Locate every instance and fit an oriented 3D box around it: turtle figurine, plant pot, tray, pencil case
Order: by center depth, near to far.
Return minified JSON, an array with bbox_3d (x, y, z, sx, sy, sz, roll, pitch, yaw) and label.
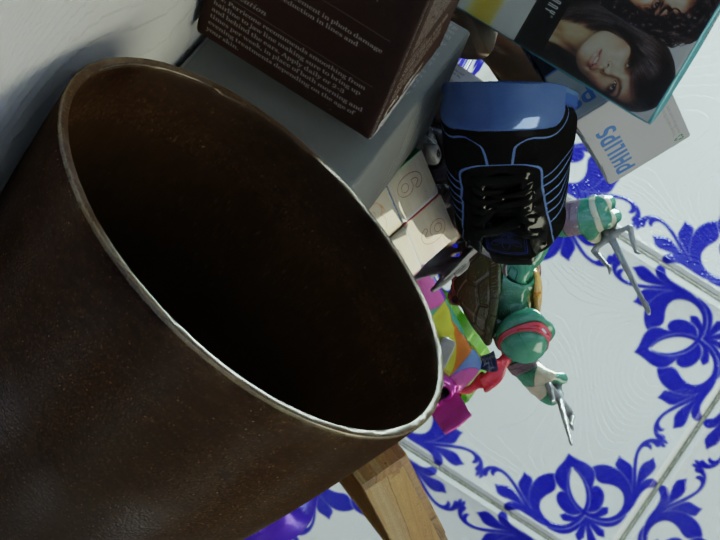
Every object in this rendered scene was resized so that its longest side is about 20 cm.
[{"bbox_3d":[-0.101,0.051,0.828,0.200,0.187,0.187,-45,-179,26],"label":"plant pot"},{"bbox_3d":[0.000,0.000,1.207,0.088,0.200,0.088,-29,-164,9],"label":"pencil case"},{"bbox_3d":[0.105,0.003,1.294,0.201,0.100,0.150,-104,-149,-46],"label":"turtle figurine"},{"bbox_3d":[-0.015,0.098,1.327,0.037,0.200,0.099,-33,133,-9],"label":"tray"}]

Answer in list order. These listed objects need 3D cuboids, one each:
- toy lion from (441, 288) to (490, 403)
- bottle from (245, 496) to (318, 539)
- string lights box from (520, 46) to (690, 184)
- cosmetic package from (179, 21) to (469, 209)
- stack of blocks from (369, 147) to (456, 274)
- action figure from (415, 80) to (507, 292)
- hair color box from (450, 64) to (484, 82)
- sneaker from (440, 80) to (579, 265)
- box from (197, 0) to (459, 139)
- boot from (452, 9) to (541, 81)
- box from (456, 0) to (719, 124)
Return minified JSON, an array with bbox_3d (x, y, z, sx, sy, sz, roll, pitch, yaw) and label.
[{"bbox_3d":[-0.001,0.031,1.420,0.069,0.191,0.200,-54,174,-20],"label":"toy lion"},{"bbox_3d":[-0.117,0.107,0.948,0.199,0.065,0.084,-19,-146,20],"label":"bottle"},{"bbox_3d":[0.109,-0.158,1.186,0.059,0.201,0.103,-31,156,7],"label":"string lights box"},{"bbox_3d":[-0.041,-0.060,0.992,0.200,0.107,0.090,-52,171,-37],"label":"cosmetic package"},{"bbox_3d":[-0.044,0.013,1.060,0.200,0.115,0.059,-41,125,-26],"label":"stack of blocks"},{"bbox_3d":[0.042,-0.076,1.168,0.069,0.200,0.130,-16,-150,37],"label":"action figure"},{"bbox_3d":[-0.011,-0.059,1.314,0.200,0.101,0.061,-55,177,-23],"label":"hair color box"},{"bbox_3d":[0.078,-0.048,1.060,0.200,0.070,0.078,30,62,-78],"label":"sneaker"},{"bbox_3d":[0.002,-0.155,0.873,0.075,0.100,0.200,-55,175,-30],"label":"box"},{"bbox_3d":[0.088,-0.146,1.305,0.064,0.186,0.200,-53,179,12],"label":"boot"},{"bbox_3d":[0.088,-0.163,1.072,0.083,0.199,0.049,-60,174,19],"label":"box"}]
